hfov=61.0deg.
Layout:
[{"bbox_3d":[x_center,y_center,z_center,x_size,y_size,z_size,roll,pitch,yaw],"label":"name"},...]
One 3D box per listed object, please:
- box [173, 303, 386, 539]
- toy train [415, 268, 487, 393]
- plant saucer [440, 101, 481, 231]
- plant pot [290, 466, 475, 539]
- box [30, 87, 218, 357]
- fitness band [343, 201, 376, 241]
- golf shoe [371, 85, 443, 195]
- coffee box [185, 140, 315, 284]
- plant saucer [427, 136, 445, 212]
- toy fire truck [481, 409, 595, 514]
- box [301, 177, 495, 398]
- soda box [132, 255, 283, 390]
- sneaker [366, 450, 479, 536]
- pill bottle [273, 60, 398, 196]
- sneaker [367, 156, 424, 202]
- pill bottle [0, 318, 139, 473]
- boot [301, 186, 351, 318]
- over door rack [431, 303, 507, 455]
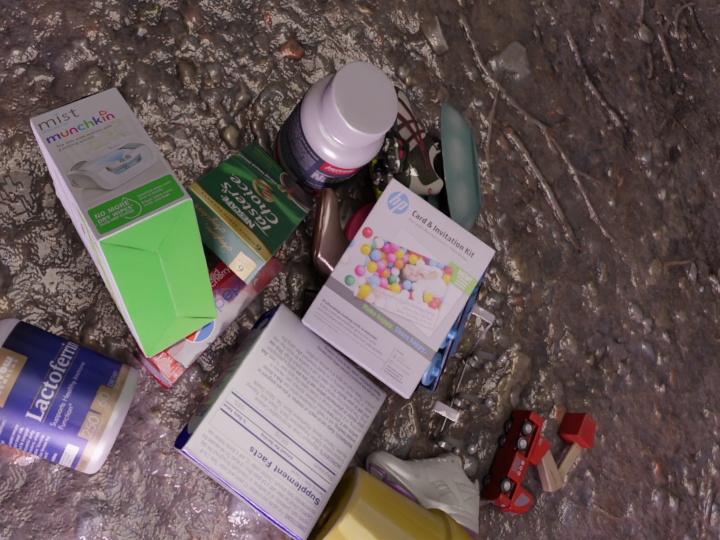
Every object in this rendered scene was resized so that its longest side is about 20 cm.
[{"bbox_3d":[-0.097,0.183,0.751,0.183,0.104,0.202,41,65,-13],"label":"box"},{"bbox_3d":[0.102,0.064,0.822,0.113,0.085,0.206,-4,114,-61],"label":"toy train"},{"bbox_3d":[0.153,-0.146,0.900,0.037,0.200,0.209,-6,80,17],"label":"plant saucer"},{"bbox_3d":[0.020,0.350,0.731,0.189,0.200,0.202,43,65,-6],"label":"plant pot"},{"bbox_3d":[-0.241,-0.044,0.636,0.095,0.203,0.177,-28,60,-23],"label":"box"},{"bbox_3d":[0.059,-0.011,0.905,0.200,0.037,0.145,44,65,-12],"label":"fitness band"},{"bbox_3d":[0.062,-0.172,0.839,0.085,0.078,0.204,14,47,-14],"label":"golf shoe"},{"bbox_3d":[-0.134,-0.079,0.752,0.123,0.044,0.201,45,28,-8],"label":"coffee box"},{"bbox_3d":[0.112,-0.101,0.900,0.018,0.071,0.205,1,55,14],"label":"plant saucer"},{"bbox_3d":[0.280,0.293,0.950,0.140,0.048,0.204,36,67,-16],"label":"toy fire truck"},{"bbox_3d":[0.046,0.020,0.726,0.154,0.041,0.203,34,80,3],"label":"box"},{"bbox_3d":[-0.185,0.048,0.752,0.063,0.070,0.201,45,64,-6],"label":"soda box"},{"bbox_3d":[0.089,0.292,0.854,0.198,0.074,0.102,36,53,-20],"label":"sneaker"},{"bbox_3d":[-0.034,-0.182,0.797,0.116,0.199,0.124,5,78,-23],"label":"pill bottle"},{"bbox_3d":[0.062,-0.110,0.862,0.081,0.075,0.205,-8,57,-6],"label":"sneaker"},{"bbox_3d":[-0.344,0.122,0.635,0.196,0.115,0.119,27,70,-19],"label":"pill bottle"},{"bbox_3d":[0.000,0.000,0.826,0.141,0.071,0.207,8,108,-7],"label":"boot"},{"bbox_3d":[0.151,0.162,0.835,0.065,0.202,0.151,18,67,17],"label":"over door rack"}]
